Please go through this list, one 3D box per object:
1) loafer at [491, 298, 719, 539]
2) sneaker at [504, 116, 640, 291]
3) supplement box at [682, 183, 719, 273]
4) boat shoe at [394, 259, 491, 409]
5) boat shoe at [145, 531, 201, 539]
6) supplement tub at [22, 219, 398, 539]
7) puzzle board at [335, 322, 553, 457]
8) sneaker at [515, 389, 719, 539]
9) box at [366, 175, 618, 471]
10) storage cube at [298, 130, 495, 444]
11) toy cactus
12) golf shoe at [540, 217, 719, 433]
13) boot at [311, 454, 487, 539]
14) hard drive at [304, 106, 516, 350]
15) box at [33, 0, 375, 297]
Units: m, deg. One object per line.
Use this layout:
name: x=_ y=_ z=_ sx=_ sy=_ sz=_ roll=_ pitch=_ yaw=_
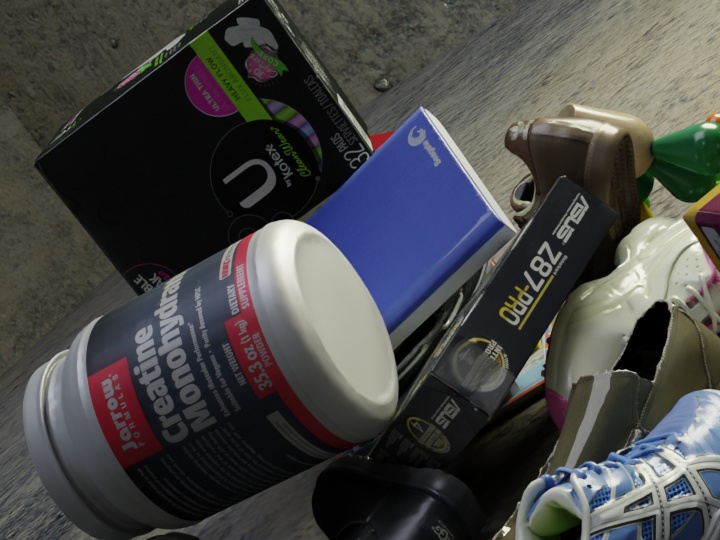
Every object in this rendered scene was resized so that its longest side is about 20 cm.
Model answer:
loafer: x=0.125 y=0.088 z=0.747 sx=0.200 sy=0.070 sz=0.075 roll=-44 pitch=13 yaw=-33
sneaker: x=0.139 y=-0.037 z=0.934 sx=0.071 sy=0.075 sz=0.201 roll=-62 pitch=-23 yaw=-27
supplement box: x=0.242 y=0.002 z=0.587 sx=0.103 sy=0.131 sz=0.200 roll=-37 pitch=12 yaw=-6
boat shoe: x=0.040 y=0.013 z=0.996 sx=0.201 sy=0.071 sz=0.068 roll=-56 pitch=-12 yaw=-26
boat shoe: x=-0.117 y=0.194 z=0.880 sx=0.072 sy=0.066 sz=0.199 roll=10 pitch=8 yaw=38
supplement tub: x=-0.090 y=0.071 z=0.866 sx=0.199 sy=0.141 sz=0.140 roll=-28 pitch=13 yaw=19
puzzle board: x=0.057 y=0.099 z=1.052 sx=0.199 sy=0.017 sz=0.151 roll=-34 pitch=11 yaw=16
sneaker: x=0.123 y=0.111 z=0.645 sx=0.075 sy=0.077 sz=0.200 roll=-27 pitch=13 yaw=47
box: x=0.073 y=0.052 z=0.884 sx=0.161 sy=0.049 sz=0.200 roll=-51 pitch=-6 yaw=-29
storage cube: x=-0.008 y=0.007 z=1.137 sx=0.200 sy=0.171 sz=0.180 roll=-39 pitch=12 yaw=-11
toy cactus: x=0.209 y=-0.079 z=0.955 sx=0.200 sy=0.164 sz=0.103 roll=4 pitch=77 yaw=70
golf shoe: x=0.177 y=0.025 z=0.846 sx=0.091 sy=0.076 sz=0.200 roll=-16 pitch=26 yaw=46
boot: x=-0.036 y=0.200 z=0.830 sx=0.200 sy=0.066 sz=0.165 roll=-47 pitch=13 yaw=-26
hard drive: x=0.000 y=0.000 z=0.951 sx=0.200 sy=0.025 sz=0.132 roll=-44 pitch=43 yaw=14
box: x=-0.110 y=-0.092 z=1.041 sx=0.199 sy=0.149 sz=0.124 roll=-35 pitch=15 yaw=7
